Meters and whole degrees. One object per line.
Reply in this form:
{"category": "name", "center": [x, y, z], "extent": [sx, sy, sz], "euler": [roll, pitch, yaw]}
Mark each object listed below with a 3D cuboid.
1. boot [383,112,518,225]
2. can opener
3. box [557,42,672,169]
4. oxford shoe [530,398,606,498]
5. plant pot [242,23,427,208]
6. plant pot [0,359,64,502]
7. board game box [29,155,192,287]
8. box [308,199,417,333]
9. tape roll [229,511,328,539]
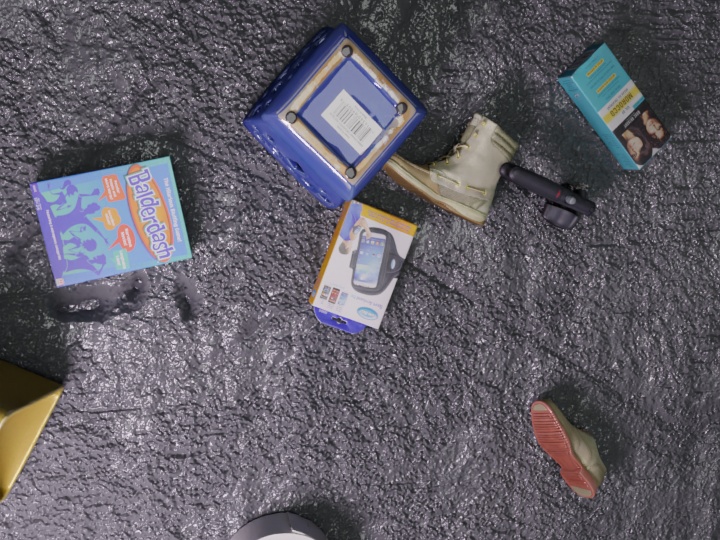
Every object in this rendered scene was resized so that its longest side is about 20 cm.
{"category": "boot", "center": [0.143, -0.179, 1.206], "extent": [0.198, 0.072, 0.156], "euler": [25, 93, -21]}
{"category": "can opener", "center": [0.304, -0.126, 1.235], "extent": [0.199, 0.063, 0.080], "euler": [23, 90, -36]}
{"category": "box", "center": [0.420, -0.267, 1.267], "extent": [0.082, 0.049, 0.200], "euler": [-44, 105, -3]}
{"category": "oxford shoe", "center": [0.365, 0.298, 1.346], "extent": [0.074, 0.070, 0.201], "euler": [-39, 106, -31]}
{"category": "plant pot", "center": [-0.033, -0.220, 1.103], "extent": [0.200, 0.180, 0.200], "euler": [43, 87, -15]}
{"category": "plant pot", "center": [-0.569, 0.213, 1.049], "extent": [0.198, 0.194, 0.197], "euler": [28, 92, -1]}
{"category": "board game box", "center": [-0.358, -0.073, 1.120], "extent": [0.197, 0.045, 0.154], "euler": [-14, 102, -11]}
{"category": "box", "center": [0.000, 0.000, 1.218], "extent": [0.118, 0.041, 0.202], "euler": [20, 92, -15]}
{"category": "tape roll", "center": [-0.133, 0.504, 1.251], "extent": [0.199, 0.071, 0.206], "euler": [-2, 99, -12]}
